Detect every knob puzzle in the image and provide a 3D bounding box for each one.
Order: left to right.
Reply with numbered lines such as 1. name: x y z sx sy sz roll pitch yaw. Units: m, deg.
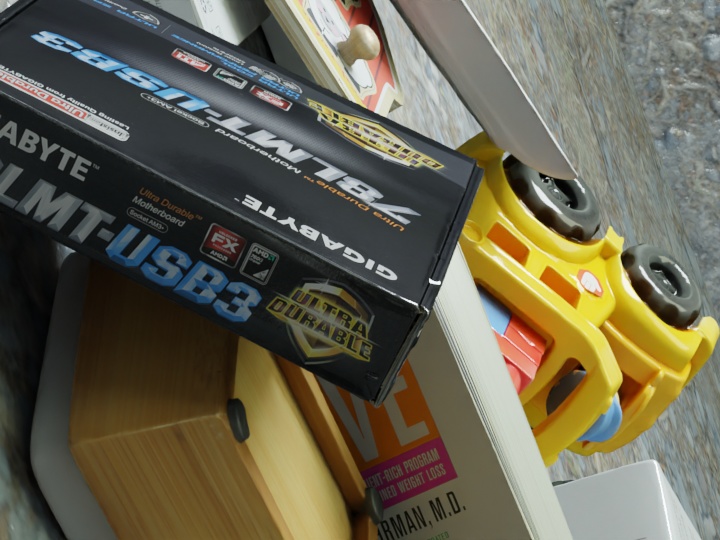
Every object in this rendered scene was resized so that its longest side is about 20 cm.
1. knob puzzle: -0.024 -0.173 1.435 0.220 0.030 0.220 54 17 -25

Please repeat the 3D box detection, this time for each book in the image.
1. book: 0.003 0.067 1.193 0.048 0.133 0.201 -12 77 -59

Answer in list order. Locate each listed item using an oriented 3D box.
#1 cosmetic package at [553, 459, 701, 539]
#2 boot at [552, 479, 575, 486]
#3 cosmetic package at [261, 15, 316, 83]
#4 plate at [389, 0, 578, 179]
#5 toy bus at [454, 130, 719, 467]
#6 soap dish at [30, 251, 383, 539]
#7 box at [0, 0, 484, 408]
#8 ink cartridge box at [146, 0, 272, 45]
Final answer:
1. cosmetic package: 0.122 0.236 1.439 0.200 0.165 0.168 56 21 -50
2. boot: 0.142 0.237 1.722 0.200 0.076 0.169 60 13 -65
3. cosmetic package: -0.044 -0.194 1.567 0.083 0.050 0.201 -70 141 -68
4. plate: 0.041 -0.150 1.555 0.200 0.032 0.200 55 2 -23
5. toy bus: 0.099 0.044 1.566 0.200 0.136 0.192 39 26 -9
6. soap dish: -0.054 0.088 1.080 0.158 0.081 0.201 -89 159 -55
7. box: -0.057 -0.041 1.048 0.199 0.050 0.199 27 17 1
8. ink cartridge box: -0.085 -0.163 1.381 0.200 0.039 0.100 -55 126 -72
